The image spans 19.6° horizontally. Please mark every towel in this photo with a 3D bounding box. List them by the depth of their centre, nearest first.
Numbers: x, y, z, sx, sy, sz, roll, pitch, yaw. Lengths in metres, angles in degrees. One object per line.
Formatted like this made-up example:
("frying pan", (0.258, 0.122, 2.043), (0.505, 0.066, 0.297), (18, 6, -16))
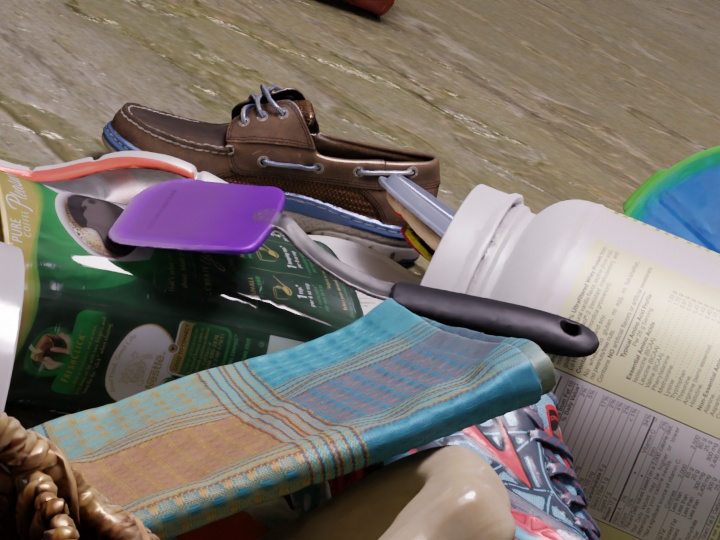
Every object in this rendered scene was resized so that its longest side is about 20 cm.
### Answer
("towel", (-0.048, 0.055, 0.721), (0.200, 0.022, 0.147), (-18, 12, -18))

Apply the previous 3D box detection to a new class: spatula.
("spatula", (0.000, 0.000, 0.840), (0.200, 0.021, 0.057), (19, 34, 4))

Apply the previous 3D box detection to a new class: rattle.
("rattle", (0.008, 0.133, 0.703), (0.143, 0.130, 0.200), (38, -18, -10))

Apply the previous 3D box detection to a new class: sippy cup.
("sippy cup", (0.218, 0.021, 1.131), (0.130, 0.139, 0.178), (44, 38, -42))

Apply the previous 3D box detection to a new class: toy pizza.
("toy pizza", (0.085, 0.016, 1.124), (0.200, 0.032, 0.200), (36, 5, -3))

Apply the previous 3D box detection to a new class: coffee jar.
("coffee jar", (-0.104, 0.018, 0.872), (0.200, 0.085, 0.104), (13, 26, -23))

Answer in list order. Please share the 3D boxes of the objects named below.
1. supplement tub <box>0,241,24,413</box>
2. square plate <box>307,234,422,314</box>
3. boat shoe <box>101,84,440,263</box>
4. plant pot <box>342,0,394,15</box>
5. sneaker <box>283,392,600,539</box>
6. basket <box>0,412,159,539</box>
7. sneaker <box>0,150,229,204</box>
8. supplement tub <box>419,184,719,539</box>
("supplement tub", (-0.213, 0.027, 0.626), (0.200, 0.145, 0.144), (15, 18, -16))
("square plate", (-0.010, 0.025, 1.053), (0.200, 0.028, 0.198), (1, 26, -47))
("boat shoe", (-0.049, -0.070, 1.220), (0.200, 0.072, 0.072), (17, 17, -10))
("plant pot", (-0.033, -0.338, 1.881), (0.195, 0.201, 0.201), (26, 16, -7))
("sneaker", (0.056, 0.080, 0.795), (0.200, 0.079, 0.096), (34, 58, 24))
("basket", (-0.079, 0.104, 0.506), (0.143, 0.149, 0.200), (1, 23, -23))
("sneaker", (-0.144, -0.008, 0.951), (0.200, 0.077, 0.082), (6, 29, -5))
("supplement tub", (0.120, 0.056, 0.906), (0.200, 0.145, 0.145), (23, 17, 10))
